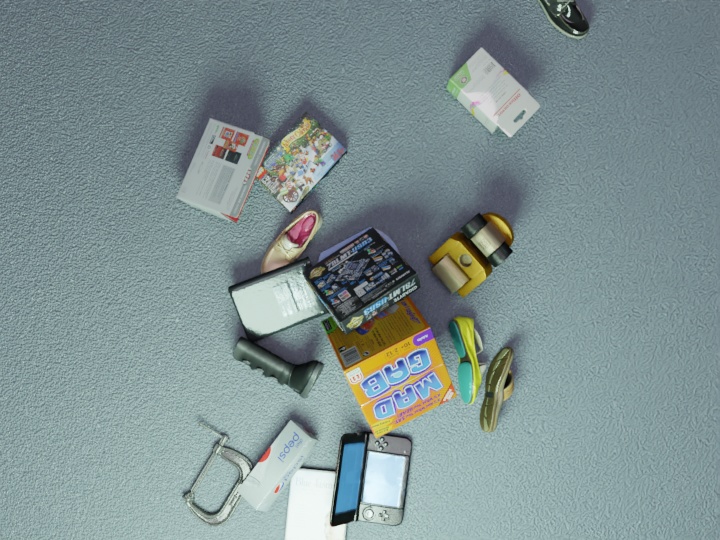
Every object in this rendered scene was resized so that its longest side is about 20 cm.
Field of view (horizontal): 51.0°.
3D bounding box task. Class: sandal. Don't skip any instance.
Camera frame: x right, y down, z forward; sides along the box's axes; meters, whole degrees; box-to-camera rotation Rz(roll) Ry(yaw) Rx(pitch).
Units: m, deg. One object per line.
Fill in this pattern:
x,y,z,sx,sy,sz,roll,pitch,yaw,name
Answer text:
0.323,0.275,1.736,0.053,0.080,0.202,13,86,-16,sandal

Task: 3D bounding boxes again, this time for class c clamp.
-0.337,0.473,1.725,0.170,0.027,0.202,26,83,-4,c clamp

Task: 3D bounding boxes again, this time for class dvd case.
-0.098,0.556,1.725,0.141,0.018,0.202,5,85,0,dvd case

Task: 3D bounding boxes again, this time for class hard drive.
-0.188,0.069,1.737,0.198,0.033,0.141,-21,106,-4,hard drive

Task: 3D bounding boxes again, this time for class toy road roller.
0.269,-0.049,1.753,0.123,0.146,0.200,48,123,2,toy road roller

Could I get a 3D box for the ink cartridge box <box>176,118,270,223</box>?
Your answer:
-0.297,-0.222,1.727,0.174,0.084,0.202,21,85,22,ink cartridge box

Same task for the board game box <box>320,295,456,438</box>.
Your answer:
0.059,0.190,1.633,0.198,0.200,0.201,-26,122,-3,board game box

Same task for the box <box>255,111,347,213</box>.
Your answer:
-0.146,-0.254,1.784,0.136,0.038,0.200,42,85,2,box

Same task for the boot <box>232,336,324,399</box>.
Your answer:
-0.188,0.202,1.687,0.199,0.165,0.066,32,57,2,boot

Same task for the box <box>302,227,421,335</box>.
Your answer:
0.000,0.019,1.651,0.199,0.050,0.199,-33,43,-10,box

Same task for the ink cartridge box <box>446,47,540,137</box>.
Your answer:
0.315,-0.414,1.796,0.117,0.067,0.200,-44,87,-5,ink cartridge box

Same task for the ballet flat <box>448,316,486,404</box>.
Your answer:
0.256,0.204,1.747,0.066,0.067,0.202,-7,83,-23,ballet flat

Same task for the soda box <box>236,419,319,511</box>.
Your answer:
-0.185,0.440,1.701,0.068,0.063,0.201,36,85,25,soda box

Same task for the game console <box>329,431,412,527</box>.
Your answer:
0.026,0.471,1.686,0.170,0.119,0.202,8,85,-1,game console

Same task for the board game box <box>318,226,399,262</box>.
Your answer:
0.000,0.000,1.767,0.199,0.039,0.159,-28,91,-2,board game box

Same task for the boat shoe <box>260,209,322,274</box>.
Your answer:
-0.164,-0.064,1.751,0.073,0.069,0.201,36,86,1,boat shoe

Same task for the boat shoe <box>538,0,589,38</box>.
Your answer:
0.482,-0.647,1.822,0.072,0.068,0.201,-37,88,-6,boat shoe
